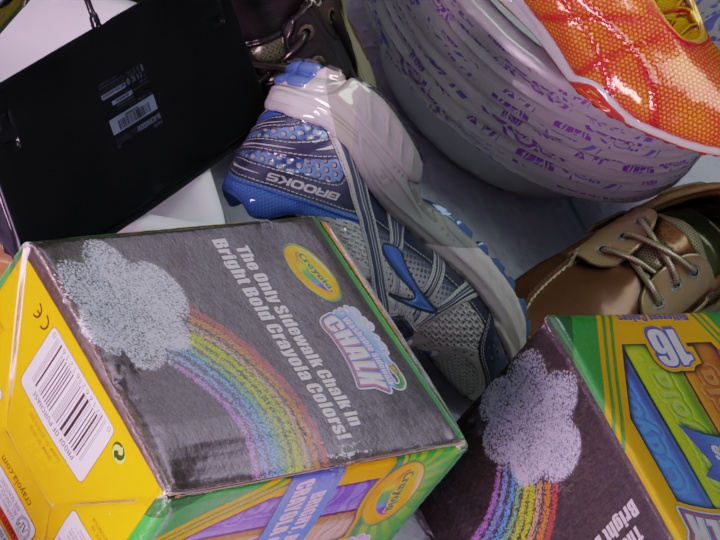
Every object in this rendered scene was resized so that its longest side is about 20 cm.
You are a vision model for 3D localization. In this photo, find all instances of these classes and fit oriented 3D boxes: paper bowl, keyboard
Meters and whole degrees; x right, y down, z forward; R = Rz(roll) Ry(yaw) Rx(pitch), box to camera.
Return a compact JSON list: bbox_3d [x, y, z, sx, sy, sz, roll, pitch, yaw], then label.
[{"bbox_3d":[0.090,-0.116,1.505,0.200,0.104,0.201,23,39,-20],"label":"paper bowl"},{"bbox_3d":[-0.105,-0.084,1.196,0.200,0.021,0.128,-39,115,-57],"label":"keyboard"}]

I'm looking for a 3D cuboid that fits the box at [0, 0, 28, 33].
[{"bbox_3d":[-0.165,-0.172,1.247,0.117,0.048,0.200,30,43,3],"label":"box"}]

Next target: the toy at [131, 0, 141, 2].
[{"bbox_3d":[-0.130,-0.144,1.373,0.115,0.047,0.200,29,10,17],"label":"toy"}]

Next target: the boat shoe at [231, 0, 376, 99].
[{"bbox_3d":[-0.033,-0.098,1.343,0.200,0.073,0.065,55,21,-54],"label":"boat shoe"}]

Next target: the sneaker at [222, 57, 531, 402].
[{"bbox_3d":[0.000,0.000,1.309,0.085,0.077,0.200,-50,129,-17],"label":"sneaker"}]

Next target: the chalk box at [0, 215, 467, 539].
[{"bbox_3d":[-0.054,0.065,1.175,0.200,0.124,0.125,-5,53,-44],"label":"chalk box"}]

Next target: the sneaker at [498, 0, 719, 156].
[{"bbox_3d":[0.117,-0.130,1.395,0.200,0.077,0.073,43,36,5],"label":"sneaker"}]

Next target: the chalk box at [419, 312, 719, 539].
[{"bbox_3d":[0.133,0.132,1.261,0.124,0.125,0.200,-1,52,-40],"label":"chalk box"}]

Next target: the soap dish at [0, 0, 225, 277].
[{"bbox_3d":[-0.162,-0.051,1.241,0.199,0.081,0.158,10,45,-33],"label":"soap dish"}]

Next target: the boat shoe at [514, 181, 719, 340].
[{"bbox_3d":[0.131,0.002,1.438,0.076,0.074,0.200,45,37,10],"label":"boat shoe"}]
